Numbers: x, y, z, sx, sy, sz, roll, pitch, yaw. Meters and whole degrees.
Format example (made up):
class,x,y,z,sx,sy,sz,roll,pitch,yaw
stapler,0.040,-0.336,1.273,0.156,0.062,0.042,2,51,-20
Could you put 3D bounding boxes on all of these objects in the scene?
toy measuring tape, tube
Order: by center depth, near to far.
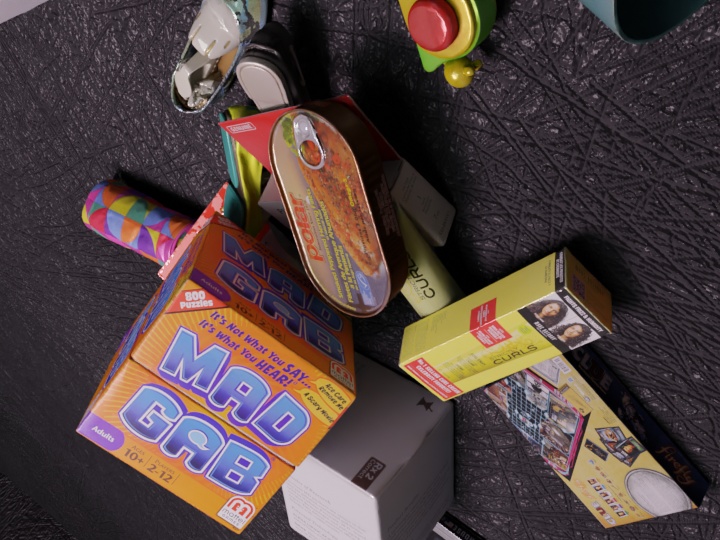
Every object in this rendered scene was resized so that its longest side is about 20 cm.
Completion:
class,x,y,z,sx,sy,sz,roll,pitch,yaw
toy measuring tape,0.058,-0.233,0.636,0.073,0.074,0.203,7,129,42
tube,0.054,0.002,0.827,0.057,0.052,0.201,-30,126,12

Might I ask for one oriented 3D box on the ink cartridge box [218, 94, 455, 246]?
class,x,y,z,sx,sy,sz,roll,pitch,yaw
ink cartridge box,-0.032,-0.086,0.833,0.198,0.045,0.176,1,150,46

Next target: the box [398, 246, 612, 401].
class,x,y,z,sx,sy,sz,roll,pitch,yaw
box,0.130,0.055,0.789,0.075,0.051,0.198,39,133,-26

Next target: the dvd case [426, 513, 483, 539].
class,x,y,z,sx,sy,sz,roll,pitch,yaw
dvd case,0.112,0.411,1.226,0.149,0.025,0.202,31,141,23

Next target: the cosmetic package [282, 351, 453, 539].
class,x,y,z,sx,sy,sz,roll,pitch,yaw
cosmetic package,0.009,0.247,1.057,0.163,0.165,0.203,23,137,30

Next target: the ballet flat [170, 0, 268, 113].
class,x,y,z,sx,sy,sz,roll,pitch,yaw
ballet flat,-0.149,-0.225,0.862,0.074,0.074,0.200,44,144,3

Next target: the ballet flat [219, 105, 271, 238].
class,x,y,z,sx,sy,sz,roll,pitch,yaw
ballet flat,-0.120,-0.097,0.954,0.202,0.066,0.067,96,153,-43

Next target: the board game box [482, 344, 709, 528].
class,x,y,z,sx,sy,sz,roll,pitch,yaw
board game box,0.232,0.165,0.857,0.200,0.035,0.135,48,145,-1

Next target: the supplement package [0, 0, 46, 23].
class,x,y,z,sx,sy,sz,roll,pitch,yaw
supplement package,-0.393,-0.392,0.886,0.201,0.152,0.150,54,143,-10

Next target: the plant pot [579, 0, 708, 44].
class,x,y,z,sx,sy,sz,roll,pitch,yaw
plant pot,0.137,-0.251,0.437,0.161,0.199,0.202,44,146,24

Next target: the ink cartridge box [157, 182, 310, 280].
class,x,y,z,sx,sy,sz,roll,pitch,yaw
ink cartridge box,-0.145,0.020,1.035,0.200,0.047,0.160,43,107,4

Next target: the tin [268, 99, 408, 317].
class,x,y,z,sx,sy,sz,roll,pitch,yaw
tin,-0.019,-0.054,0.767,0.110,0.042,0.203,3,119,39

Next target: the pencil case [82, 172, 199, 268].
class,x,y,z,sx,sy,sz,roll,pitch,yaw
pencil case,-0.291,-0.062,1.157,0.198,0.088,0.090,26,140,31

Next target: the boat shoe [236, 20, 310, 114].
class,x,y,z,sx,sy,sz,roll,pitch,yaw
boat shoe,-0.070,-0.160,0.845,0.066,0.058,0.201,14,155,16

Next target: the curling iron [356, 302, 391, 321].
class,x,y,z,sx,sy,sz,roll,pitch,yaw
curling iron,0.000,0.000,0.892,0.026,0.049,0.201,53,171,29

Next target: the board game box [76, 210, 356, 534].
class,x,y,z,sx,sy,sz,roll,pitch,yaw
board game box,-0.142,0.101,0.900,0.199,0.201,0.201,36,107,-15
